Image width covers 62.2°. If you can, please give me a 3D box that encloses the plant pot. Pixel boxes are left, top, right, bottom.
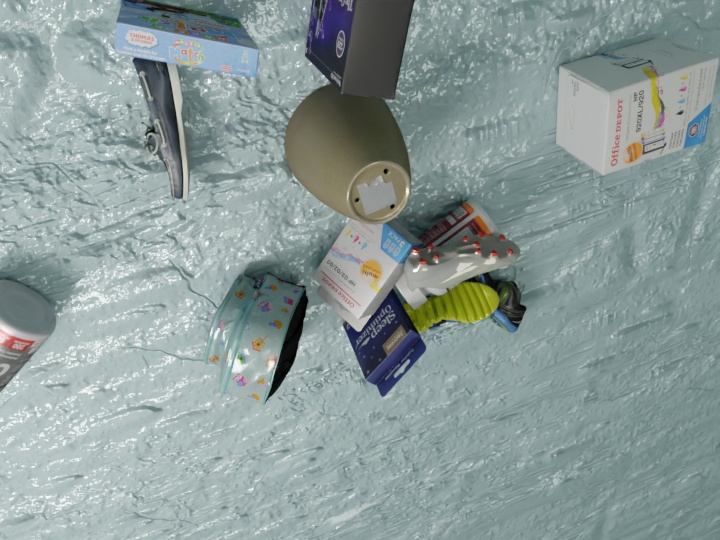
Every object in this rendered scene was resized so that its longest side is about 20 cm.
[{"bbox_3d":[-0.002,-0.153,0.877,0.185,0.201,0.189,-9,124,-14],"label":"plant pot"}]

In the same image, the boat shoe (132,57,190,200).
[{"bbox_3d":[-0.273,-0.194,0.829,0.061,0.075,0.202,-9,122,-16],"label":"boat shoe"}]

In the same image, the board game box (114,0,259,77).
[{"bbox_3d":[-0.211,-0.284,0.717,0.149,0.201,0.037,3,120,-22],"label":"board game box"}]

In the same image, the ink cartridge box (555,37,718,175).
[{"bbox_3d":[0.452,-0.277,0.998,0.198,0.145,0.149,-18,126,-7],"label":"ink cartridge box"}]

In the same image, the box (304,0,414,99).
[{"bbox_3d":[-0.007,-0.320,0.768,0.078,0.200,0.143,-2,121,-19],"label":"box"}]

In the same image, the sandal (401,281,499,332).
[{"bbox_3d":[0.164,0.070,1.134,0.197,0.087,0.081,-11,84,12],"label":"sandal"}]

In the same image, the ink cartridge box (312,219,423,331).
[{"bbox_3d":[0.000,0.000,1.019,0.201,0.115,0.068,-56,163,17],"label":"ink cartridge box"}]

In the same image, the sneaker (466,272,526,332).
[{"bbox_3d":[0.269,0.043,1.191,0.083,0.071,0.200,-52,123,-11],"label":"sneaker"}]

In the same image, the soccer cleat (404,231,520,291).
[{"bbox_3d":[0.166,-0.012,0.989,0.197,0.070,0.078,-9,135,-10],"label":"soccer cleat"}]

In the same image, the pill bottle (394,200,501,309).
[{"bbox_3d":[0.150,-0.026,1.068,0.199,0.110,0.110,-37,126,5],"label":"pill bottle"}]

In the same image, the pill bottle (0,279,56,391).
[{"bbox_3d":[-0.565,0.122,0.896,0.200,0.114,0.114,-45,125,11],"label":"pill bottle"}]

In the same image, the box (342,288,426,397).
[{"bbox_3d":[0.038,0.115,1.059,0.032,0.201,0.121,32,107,-32],"label":"box"}]

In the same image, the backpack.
[{"bbox_3d":[-0.172,0.113,0.983,0.152,0.201,0.177,17,117,-10],"label":"backpack"}]
